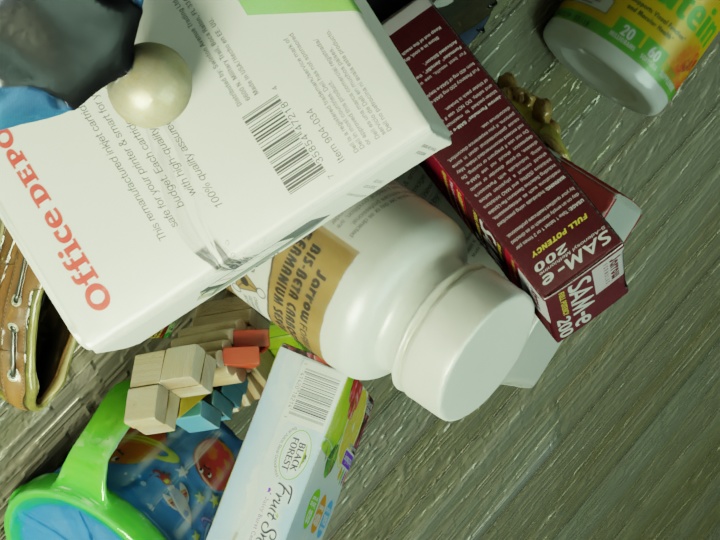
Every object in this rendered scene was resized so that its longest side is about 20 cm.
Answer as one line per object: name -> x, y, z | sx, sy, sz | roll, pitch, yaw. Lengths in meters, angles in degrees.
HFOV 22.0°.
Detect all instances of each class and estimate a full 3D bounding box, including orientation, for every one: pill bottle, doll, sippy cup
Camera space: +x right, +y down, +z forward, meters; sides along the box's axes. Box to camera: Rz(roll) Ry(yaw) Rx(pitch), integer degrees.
pill bottle -> 0.000, 0.000, 1.114 | 0.114, 0.200, 0.114 | -41, 152, -28
pill bottle -> 0.240, -0.229, 1.422 | 0.200, 0.111, 0.111 | -54, 155, -3
doll -> -0.147, -0.129, 0.805 | 0.200, 0.048, 0.136 | 40, 86, -31
sippy cup -> -0.140, 0.156, 1.208 | 0.130, 0.140, 0.178 | -47, -179, -42

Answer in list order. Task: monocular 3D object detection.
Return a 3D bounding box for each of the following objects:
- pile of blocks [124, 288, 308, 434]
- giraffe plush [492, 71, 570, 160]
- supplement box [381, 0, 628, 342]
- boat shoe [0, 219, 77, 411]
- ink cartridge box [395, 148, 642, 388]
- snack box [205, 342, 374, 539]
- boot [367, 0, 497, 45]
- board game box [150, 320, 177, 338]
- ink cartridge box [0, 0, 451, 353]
pile of blocks -> -0.073, 0.055, 1.178 | 0.200, 0.062, 0.082 | -48, 122, -55
giraffe plush -> 0.096, -0.052, 1.348 | 0.200, 0.172, 0.162 | -45, 147, -41
supplement box -> 0.080, -0.060, 1.125 | 0.061, 0.200, 0.109 | -36, 161, -2
boat shoe -> -0.161, -0.017, 1.013 | 0.072, 0.068, 0.200 | -13, 131, -53
ink cartridge box -> 0.062, -0.035, 1.238 | 0.147, 0.200, 0.083 | -58, 158, 6
snack box -> -0.054, 0.157, 1.183 | 0.142, 0.053, 0.200 | 61, 50, -75
boot -> 0.065, -0.198, 1.189 | 0.200, 0.075, 0.097 | -33, 162, -6
board game box -> -0.109, -0.047, 1.127 | 0.105, 0.023, 0.200 | 3, 118, -59
ink cartridge box -> -0.079, -0.072, 0.912 | 0.200, 0.146, 0.084 | -32, 176, 9
